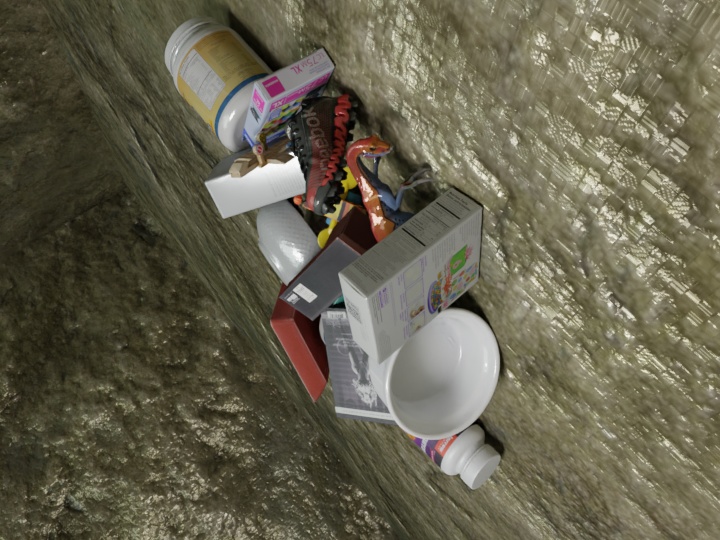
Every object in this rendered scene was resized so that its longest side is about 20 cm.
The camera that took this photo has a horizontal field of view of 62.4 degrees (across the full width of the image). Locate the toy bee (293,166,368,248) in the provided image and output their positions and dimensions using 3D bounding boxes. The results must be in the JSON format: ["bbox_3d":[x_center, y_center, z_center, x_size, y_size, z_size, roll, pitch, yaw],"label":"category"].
[{"bbox_3d":[-0.053,-0.101,0.984,0.198,0.107,0.134,-2,80,47],"label":"toy bee"}]

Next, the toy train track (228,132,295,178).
[{"bbox_3d":[-0.120,-0.198,0.886,0.113,0.200,0.033,10,129,39],"label":"toy train track"}]

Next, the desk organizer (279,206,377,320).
[{"bbox_3d":[-0.045,-0.007,0.941,0.071,0.078,0.200,35,138,-13],"label":"desk organizer"}]

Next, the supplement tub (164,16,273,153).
[{"bbox_3d":[-0.227,-0.317,1.012,0.200,0.144,0.145,48,159,16],"label":"supplement tub"}]

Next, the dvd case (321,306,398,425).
[{"bbox_3d":[0.008,0.161,1.007,0.146,0.016,0.204,-1,103,32],"label":"dvd case"}]

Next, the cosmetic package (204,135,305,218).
[{"bbox_3d":[-0.138,-0.161,0.957,0.102,0.196,0.072,-79,-30,-57],"label":"cosmetic package"}]

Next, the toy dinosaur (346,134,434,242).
[{"bbox_3d":[0.037,-0.087,0.795,0.104,0.203,0.180,2,159,45],"label":"toy dinosaur"}]

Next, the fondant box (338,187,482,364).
[{"bbox_3d":[0.071,0.008,0.774,0.058,0.199,0.146,40,155,34],"label":"fondant box"}]

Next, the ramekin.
[{"bbox_3d":[0.108,0.146,0.920,0.203,0.199,0.097,63,164,-22],"label":"ramekin"}]

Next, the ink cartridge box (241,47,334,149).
[{"bbox_3d":[-0.117,-0.250,0.906,0.042,0.118,0.200,56,159,-2],"label":"ink cartridge box"}]

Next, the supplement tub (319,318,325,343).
[{"bbox_3d":[0.032,0.132,1.104,0.199,0.144,0.146,39,154,36],"label":"supplement tub"}]

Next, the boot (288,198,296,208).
[{"bbox_3d":[-0.152,-0.110,1.259,0.155,0.073,0.204,53,167,11],"label":"boot"}]

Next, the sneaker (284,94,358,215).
[{"bbox_3d":[-0.061,-0.161,0.808,0.096,0.204,0.071,8,149,-2],"label":"sneaker"}]

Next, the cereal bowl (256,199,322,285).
[{"bbox_3d":[-0.128,-0.034,1.086,0.201,0.083,0.200,52,169,14],"label":"cereal bowl"}]

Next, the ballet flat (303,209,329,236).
[{"bbox_3d":[-0.073,-0.094,1.152,0.199,0.067,0.069,-2,103,60],"label":"ballet flat"}]

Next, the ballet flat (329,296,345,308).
[{"bbox_3d":[0.000,0.000,1.019,0.200,0.066,0.068,-48,51,34],"label":"ballet flat"}]

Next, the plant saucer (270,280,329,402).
[{"bbox_3d":[-0.101,0.114,1.162,0.201,0.036,0.202,-81,-29,-58],"label":"plant saucer"}]

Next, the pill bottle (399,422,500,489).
[{"bbox_3d":[0.171,0.322,1.158,0.199,0.111,0.112,39,155,35],"label":"pill bottle"}]
